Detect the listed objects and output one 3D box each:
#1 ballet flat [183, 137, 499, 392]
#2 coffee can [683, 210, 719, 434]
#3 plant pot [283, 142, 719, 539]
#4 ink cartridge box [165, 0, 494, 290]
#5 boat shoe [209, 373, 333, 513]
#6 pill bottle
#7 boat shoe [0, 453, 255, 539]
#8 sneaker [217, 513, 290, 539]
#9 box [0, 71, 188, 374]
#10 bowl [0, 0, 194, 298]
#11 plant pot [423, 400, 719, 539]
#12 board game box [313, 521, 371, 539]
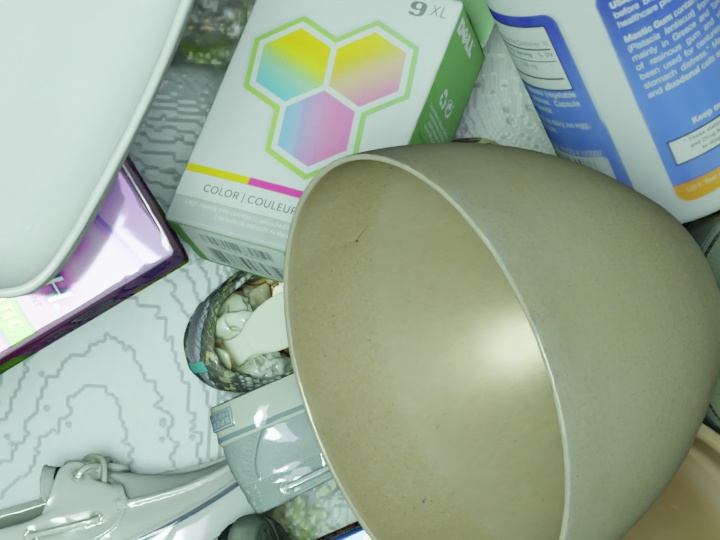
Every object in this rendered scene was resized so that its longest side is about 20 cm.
[{"bbox_3d":[0.000,0.000,1.012,0.200,0.072,0.072,-33,91,-3],"label":"ballet flat"},{"bbox_3d":[0.224,0.027,0.956,0.146,0.200,0.146,0,90,-2],"label":"coffee can"},{"bbox_3d":[0.076,0.031,0.856,0.134,0.200,0.200,-18,90,-30],"label":"plant pot"},{"bbox_3d":[-0.006,-0.090,0.979,0.104,0.059,0.200,16,73,21],"label":"ink cartridge box"},{"bbox_3d":[0.025,0.069,0.995,0.201,0.070,0.072,-17,88,-21],"label":"boat shoe"},{"bbox_3d":[0.123,-0.128,0.963,0.112,0.112,0.200,-29,116,-3],"label":"pill bottle"},{"bbox_3d":[-0.141,0.125,1.006,0.200,0.072,0.066,-22,95,6],"label":"boat shoe"},{"bbox_3d":[-0.069,0.219,0.980,0.114,0.076,0.200,-4,104,21],"label":"sneaker"},{"bbox_3d":[-0.192,0.005,0.949,0.200,0.176,0.097,-32,91,-3],"label":"box"},{"bbox_3d":[-0.174,-0.099,0.832,0.200,0.075,0.200,23,84,5],"label":"bowl"},{"bbox_3d":[0.107,0.162,0.972,0.201,0.093,0.201,1,83,-12],"label":"plant pot"},{"bbox_3d":[0.034,0.223,1.027,0.135,0.034,0.200,-22,90,-3],"label":"board game box"}]
